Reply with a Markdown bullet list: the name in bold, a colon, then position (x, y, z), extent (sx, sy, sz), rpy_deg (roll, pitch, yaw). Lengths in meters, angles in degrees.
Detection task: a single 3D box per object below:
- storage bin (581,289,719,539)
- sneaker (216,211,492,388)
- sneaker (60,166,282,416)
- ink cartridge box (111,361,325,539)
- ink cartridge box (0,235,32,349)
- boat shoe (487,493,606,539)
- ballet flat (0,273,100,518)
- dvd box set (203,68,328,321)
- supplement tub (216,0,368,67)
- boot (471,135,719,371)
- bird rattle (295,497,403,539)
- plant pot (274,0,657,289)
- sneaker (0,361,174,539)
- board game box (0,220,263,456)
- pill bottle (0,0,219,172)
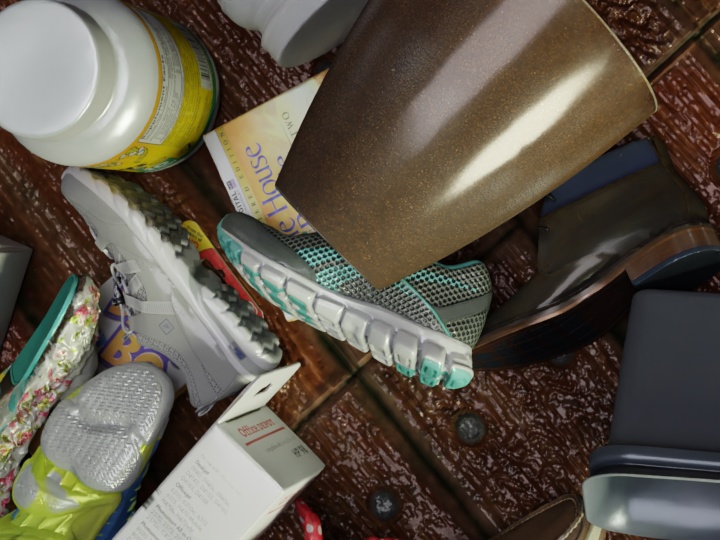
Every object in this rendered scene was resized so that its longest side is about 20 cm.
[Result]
- **storage bin**: position (0.247, 0.095, 0.993), extent (0.197, 0.146, 0.136), rpy_deg (4, 65, 13)
- **sneaker**: position (0.000, 0.000, 1.047), extent (0.198, 0.078, 0.092), rpy_deg (27, 76, 10)
- **sneaker**: position (-0.146, 0.011, 1.074), extent (0.082, 0.075, 0.200), rpy_deg (-43, 81, 10)
- **ink cartridge box**: position (-0.097, 0.161, 1.071), extent (0.067, 0.116, 0.200), rpy_deg (43, 100, 8)
- **ink cartridge box**: position (-0.349, 0.052, 1.109), extent (0.146, 0.145, 0.202), rpy_deg (21, 96, 11)
- **boat shoe**: position (0.072, 0.215, 1.042), extent (0.202, 0.075, 0.075), rpy_deg (-44, 110, 4)
- **ballet flat**: position (-0.227, 0.093, 1.107), extent (0.064, 0.076, 0.201), rpy_deg (31, 105, -20)
- **dvd box set**: position (0.007, -0.073, 1.085), extent (0.198, 0.029, 0.148), rpy_deg (-26, 86, 12)
- **supplement tub**: position (-0.063, -0.252, 1.039), extent (0.140, 0.140, 0.201), rpy_deg (-37, 84, 11)
- **boot**: position (0.141, -0.007, 1.051), extent (0.198, 0.075, 0.098), rpy_deg (-26, 61, 21)
- **bird rattle**: position (-0.048, 0.260, 1.049), extent (0.112, 0.163, 0.200), rpy_deg (40, 109, -10)
- **plant pot**: position (0.046, -0.093, 0.967), extent (0.200, 0.187, 0.187), rpy_deg (-45, 82, 2)
- **sneaker**: position (-0.187, 0.147, 1.100), extent (0.076, 0.105, 0.200), rpy_deg (44, 99, 19)
- **board game box**: position (-0.170, 0.061, 1.132), extent (0.199, 0.030, 0.096), rpy_deg (-40, 83, 8)
- **pill bottle**: position (-0.173, -0.124, 1.037), extent (0.111, 0.200, 0.114), rpy_deg (0, 92, 12)
